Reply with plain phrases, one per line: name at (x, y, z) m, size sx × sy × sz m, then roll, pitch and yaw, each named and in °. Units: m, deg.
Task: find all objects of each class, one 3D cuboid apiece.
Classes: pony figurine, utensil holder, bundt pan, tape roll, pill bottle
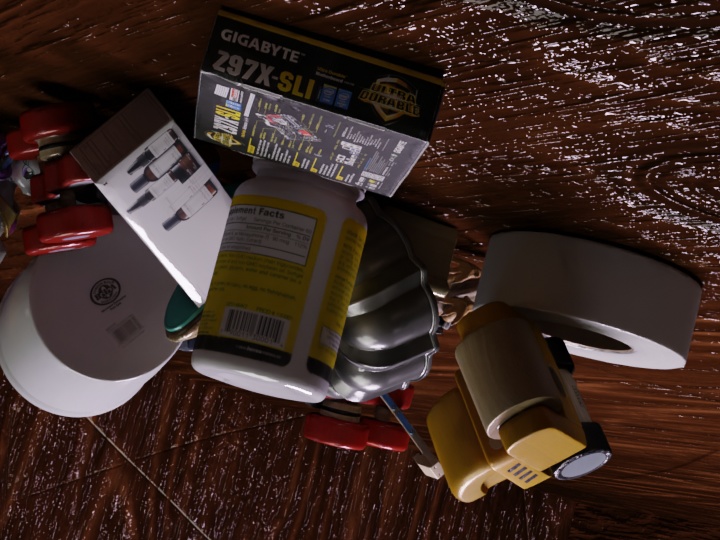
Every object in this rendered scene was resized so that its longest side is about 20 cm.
pony figurine at (-0.381, -0.070, 1.648) m, size 0.192 × 0.202 × 0.166 m, roll 28°, pitch -178°, yaw 20°
utensil holder at (-0.259, 0.044, 1.680) m, size 0.168 × 0.172 × 0.200 m, roll 17°, pitch 163°, yaw -14°
bundt pan at (-0.026, 0.028, 1.527) m, size 0.075 × 0.204 × 0.201 m, roll -28°, pitch -162°, yaw -34°
tape roll at (0.204, 0.028, 1.560) m, size 0.200 × 0.072 × 0.203 m, roll 15°, pitch 170°, yaw 3°
pill bottle at (-0.058, -0.005, 1.386) m, size 0.113 × 0.202 × 0.114 m, roll 14°, pitch 170°, yaw 3°

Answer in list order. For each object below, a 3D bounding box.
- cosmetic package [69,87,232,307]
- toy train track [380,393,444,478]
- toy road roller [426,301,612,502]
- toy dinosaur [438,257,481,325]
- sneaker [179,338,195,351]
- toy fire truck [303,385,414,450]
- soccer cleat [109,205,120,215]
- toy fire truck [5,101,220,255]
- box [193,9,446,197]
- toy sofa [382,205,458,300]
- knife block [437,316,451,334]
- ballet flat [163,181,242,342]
cosmetic package at (-0.153, -0.055, 1.430) m, size 0.051 × 0.082 × 0.200 m, roll 50°, pitch 177°, yaw 37°
toy train track at (0.014, 0.126, 1.634) m, size 0.200 × 0.032 × 0.115 m, roll 51°, pitch 177°, yaw 38°
toy road roller at (0.119, 0.129, 1.517) m, size 0.145 × 0.124 × 0.200 m, roll -29°, pitch 152°, yaw 14°
toy dinosaur at (0.098, 0.021, 1.661) m, size 0.198 × 0.061 × 0.106 m, roll -19°, pitch 173°, yaw -7°
sneaker at (-0.185, 0.003, 1.789) m, size 0.201 × 0.148 × 0.077 m, roll 24°, pitch 169°, yaw -38°
toy fire truck at (-0.037, 0.115, 1.815) m, size 0.166 × 0.114 × 0.199 m, roll 12°, pitch 180°, yaw 33°
soccer cleat at (-0.209, -0.064, 1.666) m, size 0.198 × 0.071 × 0.086 m, roll 12°, pitch 170°, yaw 19°
toy fire truck at (-0.213, -0.086, 1.517) m, size 0.166 × 0.114 × 0.200 m, roll -10°, pitch 177°, yaw -20°
box at (-0.034, -0.111, 1.212) m, size 0.158 × 0.050 × 0.200 m, roll 18°, pitch 170°, yaw -3°
toy sofa at (0.000, 0.000, 1.633) m, size 0.082 × 0.099 × 0.199 m, roll 19°, pitch 170°, yaw -28°
knife block at (0.002, 0.015, 1.811) m, size 0.198 × 0.065 × 0.176 m, roll 15°, pitch 170°, yaw 1°
ballet flat at (-0.122, 0.004, 1.574) m, size 0.070 × 0.201 × 0.066 m, roll -12°, pitch 129°, yaw 30°
